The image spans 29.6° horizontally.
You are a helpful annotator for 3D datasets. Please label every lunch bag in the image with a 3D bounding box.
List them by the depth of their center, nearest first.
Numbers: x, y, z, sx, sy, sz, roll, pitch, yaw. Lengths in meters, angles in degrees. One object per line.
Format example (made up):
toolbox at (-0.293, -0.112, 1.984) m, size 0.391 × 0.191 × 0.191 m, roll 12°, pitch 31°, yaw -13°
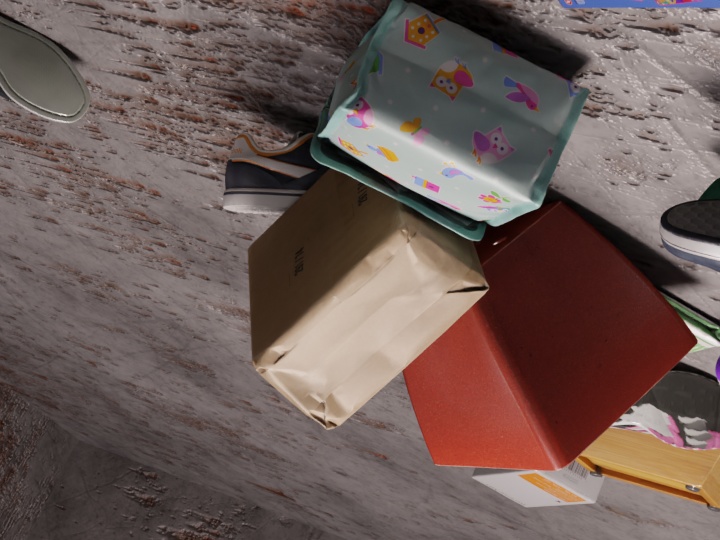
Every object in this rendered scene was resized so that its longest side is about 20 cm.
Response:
lunch bag at (0.057, -0.109, 1.058) m, size 0.170 × 0.122 × 0.200 m, roll 26°, pitch 169°, yaw -8°

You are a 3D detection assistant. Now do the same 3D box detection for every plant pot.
plant pot at (0.143, 0.050, 1.239) m, size 0.200 × 0.200 × 0.176 m, roll -10°, pitch 114°, yaw 59°

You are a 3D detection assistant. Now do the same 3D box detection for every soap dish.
soap dish at (0.332, 0.204, 1.556) m, size 0.200 × 0.081 × 0.157 m, roll 13°, pitch 166°, yaw 29°

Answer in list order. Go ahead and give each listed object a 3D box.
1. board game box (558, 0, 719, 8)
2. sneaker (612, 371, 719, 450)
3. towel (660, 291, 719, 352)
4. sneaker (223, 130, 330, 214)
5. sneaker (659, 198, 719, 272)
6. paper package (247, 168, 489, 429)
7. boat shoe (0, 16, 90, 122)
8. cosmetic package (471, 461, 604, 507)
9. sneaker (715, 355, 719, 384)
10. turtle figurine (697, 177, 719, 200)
board game box at (0.138, -0.226, 0.760) m, size 0.134 × 0.045 × 0.200 m, roll 9°, pitch 155°, yaw 39°
sneaker at (0.304, 0.139, 1.461) m, size 0.200 × 0.080 × 0.086 m, roll 13°, pitch 180°, yaw 5°
towel at (0.259, 0.053, 1.371) m, size 0.152 × 0.023 × 0.200 m, roll 28°, pitch 160°, yaw -10°
sneaker at (-0.028, -0.089, 1.291) m, size 0.200 × 0.080 × 0.078 m, roll 5°, pitch 173°, yaw -18°
sneaker at (0.300, 0.033, 0.961) m, size 0.202 × 0.077 × 0.146 m, roll 12°, pitch 123°, yaw 9°
paper package at (0.000, 0.000, 1.174) m, size 0.103 × 0.191 × 0.200 m, roll 40°, pitch -162°, yaw -24°
boat shoe at (-0.361, -0.214, 1.375) m, size 0.200 × 0.076 × 0.060 m, roll 40°, pitch 158°, yaw -5°
cosmetic package at (0.246, 0.272, 1.878) m, size 0.101 × 0.071 × 0.200 m, roll 29°, pitch 161°, yaw -12°
sneaker at (0.399, 0.072, 1.195) m, size 0.200 × 0.070 × 0.100 m, roll 2°, pitch 143°, yaw 41°
turtle figurine at (0.342, 0.009, 1.035) m, size 0.150 × 0.101 × 0.200 m, roll -23°, pitch 119°, yaw 29°
